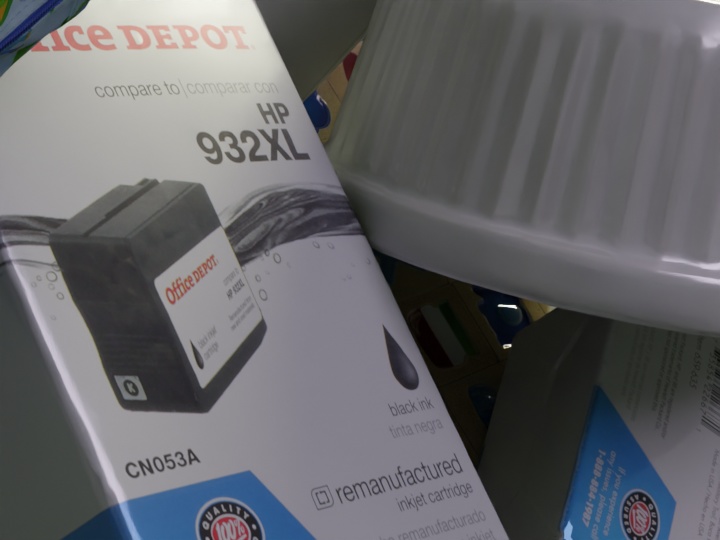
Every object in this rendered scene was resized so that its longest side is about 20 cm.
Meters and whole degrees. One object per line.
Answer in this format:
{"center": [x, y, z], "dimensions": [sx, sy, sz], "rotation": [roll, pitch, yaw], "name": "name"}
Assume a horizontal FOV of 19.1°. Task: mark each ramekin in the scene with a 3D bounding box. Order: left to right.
{"center": [0.088, -0.048, 0.692], "dimensions": [0.201, 0.095, 0.202], "rotation": [11, 12, -2], "name": "ramekin"}

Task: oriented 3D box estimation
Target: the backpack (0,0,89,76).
{"center": [-0.151, -0.069, 0.479], "dimensions": [0.163, 0.154, 0.200], "rotation": [33, 43, 0], "name": "backpack"}

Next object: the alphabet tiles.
{"center": [0.000, 0.000, 0.746], "dimensions": [0.199, 0.006, 0.167], "rotation": [-20, 73, -43], "name": "alphabet tiles"}

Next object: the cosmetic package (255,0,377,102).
{"center": [-0.090, -0.125, 0.700], "dimensions": [0.199, 0.074, 0.102], "rotation": [12, 43, -43], "name": "cosmetic package"}

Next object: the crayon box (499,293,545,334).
{"center": [0.084, 0.045, 0.838], "dimensions": [0.125, 0.051, 0.201], "rotation": [10, 53, -51], "name": "crayon box"}

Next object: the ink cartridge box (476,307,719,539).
{"center": [0.134, 0.105, 0.730], "dimensions": [0.200, 0.067, 0.116], "rotation": [35, 49, -18], "name": "ink cartridge box"}

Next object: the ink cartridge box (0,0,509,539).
{"center": [-0.064, 0.021, 0.605], "dimensions": [0.145, 0.084, 0.201], "rotation": [-8, 68, -50], "name": "ink cartridge box"}
